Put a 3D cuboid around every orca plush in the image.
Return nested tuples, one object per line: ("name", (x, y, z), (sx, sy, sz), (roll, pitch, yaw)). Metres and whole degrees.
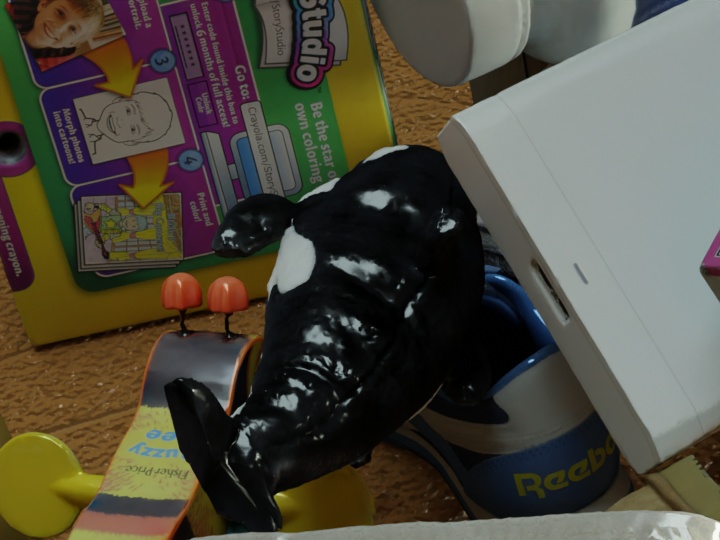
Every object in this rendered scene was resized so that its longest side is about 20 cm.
("orca plush", (0.000, 0.000, 0.822), (0.105, 0.071, 0.200), (43, 35, 11))

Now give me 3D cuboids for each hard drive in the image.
("hard drive", (0.141, -0.033, 0.868), (0.199, 0.026, 0.132), (-27, 80, -24))

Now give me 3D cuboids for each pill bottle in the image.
("pill bottle", (0.102, -0.149, 1.009), (0.199, 0.112, 0.111), (-27, 37, -21))

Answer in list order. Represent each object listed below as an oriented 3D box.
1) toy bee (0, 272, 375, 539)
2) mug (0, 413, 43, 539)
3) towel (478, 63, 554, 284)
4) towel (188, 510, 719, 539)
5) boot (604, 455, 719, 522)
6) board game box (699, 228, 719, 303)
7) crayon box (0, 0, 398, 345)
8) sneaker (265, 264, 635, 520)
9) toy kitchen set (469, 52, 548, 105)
("toy bee", (-0.062, 0.062, 0.855), (0.130, 0.109, 0.200), (-8, 26, 1))
("mug", (-0.214, 0.048, 0.946), (0.185, 0.154, 0.150), (-11, 34, 4))
("towel", (0.151, -0.033, 0.997), (0.199, 0.086, 0.165), (19, 45, 41))
("towel", (0.006, 0.137, 0.704), (0.199, 0.034, 0.134), (-6, 65, 31))
("boot", (0.038, 0.139, 0.756), (0.199, 0.066, 0.175), (-28, 8, -2))
("board game box", (0.216, -0.055, 0.797), (0.147, 0.064, 0.201), (4, 52, 45))
("crayon box", (-0.078, -0.080, 1.035), (0.171, 0.201, 0.058), (-13, 34, 1))
("sneaker", (0.029, 0.027, 0.952), (0.074, 0.083, 0.200), (-32, 38, -21))
("toy kitchen set", (0.143, -0.171, 1.118), (0.179, 0.164, 0.201), (0, 37, 20))
